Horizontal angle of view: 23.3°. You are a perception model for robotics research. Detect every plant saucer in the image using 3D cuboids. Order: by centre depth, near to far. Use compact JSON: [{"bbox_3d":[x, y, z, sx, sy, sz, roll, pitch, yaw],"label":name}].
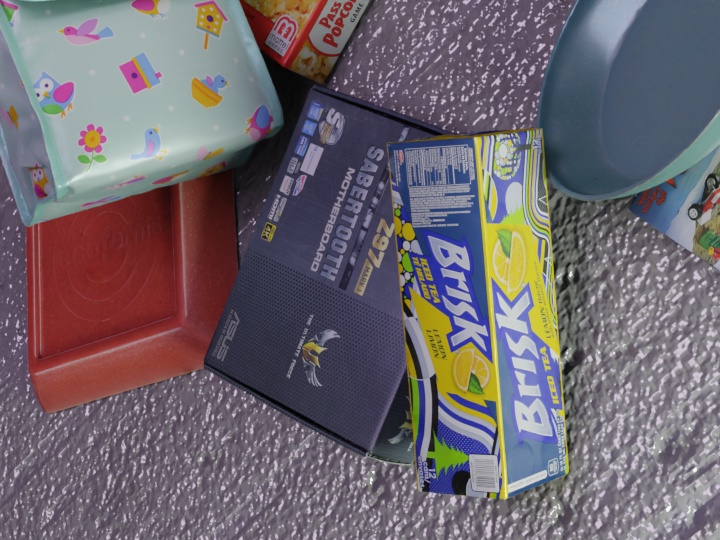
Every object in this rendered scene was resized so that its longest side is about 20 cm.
[{"bbox_3d":[0.173,-0.123,0.957,0.200,0.036,0.201,-43,33,37],"label":"plant saucer"},{"bbox_3d":[-0.174,-0.016,1.247,0.199,0.037,0.201,-17,67,35],"label":"plant saucer"}]

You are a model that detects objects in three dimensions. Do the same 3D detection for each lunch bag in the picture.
[{"bbox_3d":[-0.166,-0.152,1.141,0.122,0.170,0.201,-27,81,64],"label":"lunch bag"}]

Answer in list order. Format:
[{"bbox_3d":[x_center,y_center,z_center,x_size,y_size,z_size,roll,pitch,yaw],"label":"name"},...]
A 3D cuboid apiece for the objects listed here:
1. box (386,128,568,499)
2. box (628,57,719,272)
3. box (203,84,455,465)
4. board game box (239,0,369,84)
[{"bbox_3d":[0.067,0.023,0.982,0.064,0.070,0.201,0,98,39],"label":"box"},{"bbox_3d":[0.248,-0.082,0.920,0.136,0.038,0.201,38,103,39],"label":"box"},{"bbox_3d":[0.000,0.000,1.092,0.157,0.051,0.201,25,95,39],"label":"box"},{"bbox_3d":[-0.033,-0.250,1.187,0.151,0.046,0.201,38,103,38],"label":"board game box"}]
